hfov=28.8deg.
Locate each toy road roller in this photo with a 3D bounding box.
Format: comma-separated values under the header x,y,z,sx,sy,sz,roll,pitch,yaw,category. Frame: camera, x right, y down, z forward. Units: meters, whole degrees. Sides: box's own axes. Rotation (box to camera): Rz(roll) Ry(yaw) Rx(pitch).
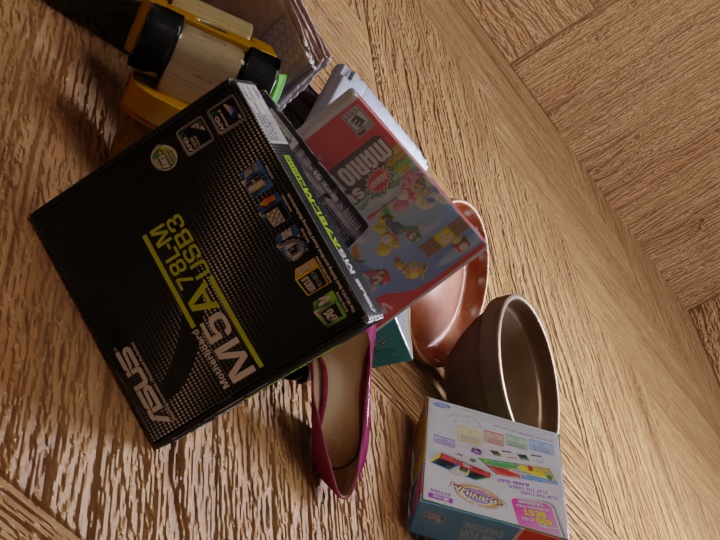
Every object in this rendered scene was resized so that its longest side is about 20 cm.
x,y,z,sx,sy,sz,roll,pitch,yaw,category
-0.156,-0.152,1.219,0.123,0.146,0.200,23,15,-14,toy road roller

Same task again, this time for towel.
x,y,z,sx,sy,sz,roll,pitch,yaw,category
-0.128,-0.235,1.373,0.032,0.200,0.191,-20,78,-41,towel

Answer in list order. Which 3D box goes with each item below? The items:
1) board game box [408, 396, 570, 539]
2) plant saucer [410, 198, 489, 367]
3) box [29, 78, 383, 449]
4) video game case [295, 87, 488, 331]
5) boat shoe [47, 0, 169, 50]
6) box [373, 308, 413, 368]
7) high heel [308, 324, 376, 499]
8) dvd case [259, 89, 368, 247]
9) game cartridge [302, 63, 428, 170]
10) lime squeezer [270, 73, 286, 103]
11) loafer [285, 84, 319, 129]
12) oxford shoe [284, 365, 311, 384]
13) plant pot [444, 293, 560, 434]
x,y,z,sx,sy,sz,roll,pitch,yaw,category
0.130,0.213,1.424,0.153,0.040,0.200,16,25,-2,board game box
0.094,0.014,1.653,0.200,0.032,0.200,-21,116,-54,plant saucer
-0.113,-0.004,1.006,0.200,0.193,0.048,61,16,5,box
-0.001,-0.045,1.214,0.200,0.143,0.017,46,13,-30,video game case
-0.230,-0.263,1.317,0.201,0.072,0.066,23,44,-55,boat shoe
0.000,0.000,1.328,0.200,0.049,0.082,66,16,-44,box
-0.015,0.096,1.188,0.067,0.200,0.096,1,35,-16,high heel
-0.102,-0.025,1.124,0.149,0.200,0.016,52,-22,-21,dvd case
0.002,-0.133,1.677,0.200,0.040,0.133,47,56,-39,game cartridge
-0.086,-0.077,1.240,0.071,0.038,0.200,3,78,-61,lime squeezer
-0.075,-0.225,1.693,0.200,0.063,0.072,54,17,-15,loafer
-0.053,0.072,1.288,0.200,0.071,0.073,46,57,-59,oxford shoe
0.159,0.132,1.647,0.201,0.093,0.201,38,47,-56,plant pot
